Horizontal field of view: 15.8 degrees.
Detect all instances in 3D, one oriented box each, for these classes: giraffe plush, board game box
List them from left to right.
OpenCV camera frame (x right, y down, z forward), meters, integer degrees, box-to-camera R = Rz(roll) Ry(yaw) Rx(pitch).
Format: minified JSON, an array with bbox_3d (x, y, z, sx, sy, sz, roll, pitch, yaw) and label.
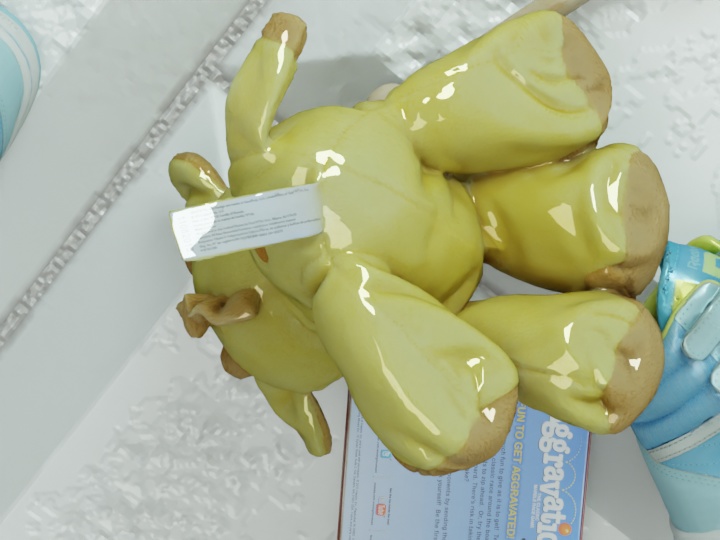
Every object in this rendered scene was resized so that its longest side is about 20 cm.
[{"bbox_3d":[0.000,0.000,0.989,0.198,0.162,0.174,6,76,-20],"label":"giraffe plush"},{"bbox_3d":[0.039,0.133,1.083,0.102,0.019,0.202,5,102,3],"label":"board game box"}]

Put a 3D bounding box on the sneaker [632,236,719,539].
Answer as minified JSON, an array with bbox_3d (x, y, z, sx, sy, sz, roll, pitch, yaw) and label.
[{"bbox_3d":[0.186,0.027,1.002,0.199,0.080,0.131,-29,105,16],"label":"sneaker"}]

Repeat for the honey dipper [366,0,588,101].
[{"bbox_3d":[0.082,-0.109,1.001,0.199,0.038,0.038,-32,103,22],"label":"honey dipper"}]

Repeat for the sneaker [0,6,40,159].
[{"bbox_3d":[-0.202,-0.008,1.027,0.079,0.131,0.201,26,112,-3],"label":"sneaker"}]
